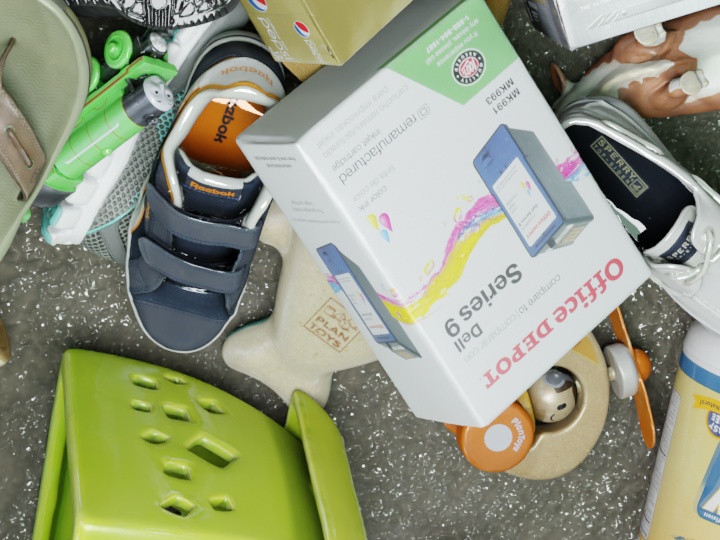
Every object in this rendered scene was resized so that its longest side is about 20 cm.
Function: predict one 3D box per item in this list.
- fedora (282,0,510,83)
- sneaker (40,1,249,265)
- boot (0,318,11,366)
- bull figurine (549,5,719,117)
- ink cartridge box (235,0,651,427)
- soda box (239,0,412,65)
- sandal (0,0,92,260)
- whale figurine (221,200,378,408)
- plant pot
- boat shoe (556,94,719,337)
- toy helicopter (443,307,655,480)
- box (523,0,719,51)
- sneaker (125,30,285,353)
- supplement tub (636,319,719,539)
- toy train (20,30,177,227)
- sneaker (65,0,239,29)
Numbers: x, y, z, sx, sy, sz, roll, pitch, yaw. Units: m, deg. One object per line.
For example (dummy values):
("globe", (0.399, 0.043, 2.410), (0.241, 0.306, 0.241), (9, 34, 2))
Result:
("fedora", (-0.001, -0.189, 1.521), (0.199, 0.082, 0.202), (-4, 97, -36))
("sneaker", (-0.109, -0.086, 1.566), (0.091, 0.078, 0.201), (29, 107, -19))
("boot", (-0.324, 0.023, 1.565), (0.155, 0.073, 0.200), (-43, 101, 5))
("bull figurine", (0.204, -0.124, 1.561), (0.199, 0.121, 0.066), (-17, 89, -7))
("ink cartridge box", (0.049, -0.034, 1.459), (0.145, 0.087, 0.201), (-39, 110, -20))
("soda box", (0.021, -0.198, 1.442), (0.200, 0.068, 0.064), (-44, 119, -23))
("sandal", (-0.208, -0.070, 1.472), (0.079, 0.057, 0.202), (21, 113, -1))
("whale figurine", (0.000, 0.000, 1.589), (0.159, 0.104, 0.200), (34, 123, -11))
("plant pot", (-0.100, 0.183, 1.549), (0.180, 0.200, 0.200), (5, 118, -13))
("boat shoe", (0.187, -0.022, 1.499), (0.072, 0.066, 0.200), (-42, 90, 20))
("toy helicopter", (0.132, 0.035, 1.606), (0.131, 0.079, 0.201), (11, 104, -15))
("box", (0.197, -0.185, 1.517), (0.199, 0.158, 0.049), (-17, 100, 0))
("sneaker", (-0.092, -0.035, 1.507), (0.078, 0.080, 0.201), (10, 112, -8))
("supplement tub", (0.251, 0.138, 1.605), (0.144, 0.145, 0.202), (10, 102, -7))
("toy train", (-0.180, -0.072, 1.525), (0.200, 0.042, 0.057), (-34, 61, 33))
("sneaker", (-0.170, -0.178, 1.518), (0.198, 0.104, 0.060), (-2, 108, -5))
